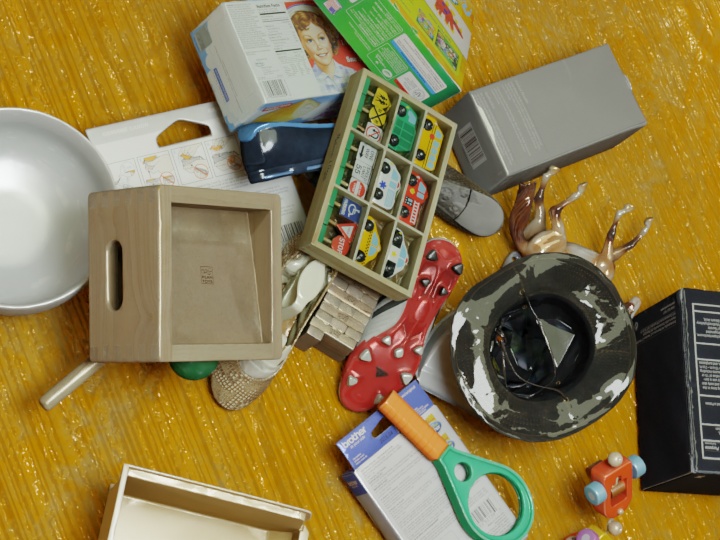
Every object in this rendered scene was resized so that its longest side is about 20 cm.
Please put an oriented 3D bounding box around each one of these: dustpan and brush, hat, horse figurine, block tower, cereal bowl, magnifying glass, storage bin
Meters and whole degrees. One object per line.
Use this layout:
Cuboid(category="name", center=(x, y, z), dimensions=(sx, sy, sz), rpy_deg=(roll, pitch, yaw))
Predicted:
Cuboid(category="dustpan and brush", center=(0.141, 0.064, 1.715), dimensions=(0.139, 0.057, 0.201), rpy_deg=(28, 72, -14))
Cuboid(category="hat", center=(0.178, 0.082, 1.651), dimensions=(0.199, 0.081, 0.202), rpy_deg=(2, 79, -12))
Cuboid(category="horse figurine", center=(0.234, -0.028, 1.762), dimensions=(0.199, 0.050, 0.133), rpy_deg=(26, 94, -19))
Cuboid(category="block tower", center=(0.000, 0.000, 1.673), dimensions=(0.058, 0.054, 0.201), rpy_deg=(31, 66, -8))
Cuboid(category="cereal bowl", center=(-0.334, -0.049, 1.544), dimensions=(0.199, 0.083, 0.201), rpy_deg=(7, 71, -20))
Cuboid(category="magnifying glass", center=(0.095, 0.196, 1.617), dimensions=(0.200, 0.022, 0.080), rpy_deg=(44, 63, -7))
Cuboid(category="storage bin", center=(-0.154, 0.306, 1.494), dimensions=(0.198, 0.094, 0.201), rpy_deg=(16, 68, -15))

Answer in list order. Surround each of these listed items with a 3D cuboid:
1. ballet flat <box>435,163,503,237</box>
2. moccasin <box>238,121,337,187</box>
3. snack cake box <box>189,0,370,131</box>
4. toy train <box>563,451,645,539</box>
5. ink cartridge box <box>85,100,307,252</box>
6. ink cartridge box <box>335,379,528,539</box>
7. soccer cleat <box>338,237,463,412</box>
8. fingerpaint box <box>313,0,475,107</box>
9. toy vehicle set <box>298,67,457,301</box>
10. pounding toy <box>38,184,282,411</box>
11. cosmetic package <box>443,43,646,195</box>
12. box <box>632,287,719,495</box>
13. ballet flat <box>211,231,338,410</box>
Cuboid(category="ballet flat", center=(0.070, -0.103, 1.743), dimensions=(0.199, 0.046, 0.068), rpy_deg=(34, 96, -2))
Cuboid(category="moccasin", center=(-0.042, -0.114, 1.654), dimensions=(0.199, 0.080, 0.069), rpy_deg=(-2, 91, -33))
Cuboid(category="snack cake box", center=(-0.066, -0.218, 1.676), dimensions=(0.199, 0.067, 0.116), rpy_deg=(-13, 76, -45))
Cuboid(category="toy train", center=(0.202, 0.265, 1.638), dimensions=(0.199, 0.056, 0.151), rpy_deg=(-31, 130, -25))
Cuboid(category="ink cartridge box", center=(-0.165, -0.075, 1.639), dimensions=(0.199, 0.045, 0.177), rpy_deg=(-15, 80, -25))
Cuboid(category="ink cartridge box", center=(0.067, 0.225, 1.630), dimensions=(0.119, 0.042, 0.200), rpy_deg=(-37, 95, -27))
Cuboid(category="soccer cleat", center=(0.039, 0.055, 1.666), dimensions=(0.068, 0.085, 0.201), rpy_deg=(29, 89, -14))
Cuboid(category="fingerpaint box", center=(0.030, -0.288, 1.695), dimensions=(0.200, 0.073, 0.167), rpy_deg=(48, 32, -27))
Cuboid(category="toy vehicle set", center=(0.020, -0.086, 1.621), dimensions=(0.124, 0.026, 0.201), rpy_deg=(27, 66, -26))
Cuboid(category="pounding toy", center=(-0.186, 0.028, 1.511), dimensions=(0.184, 0.142, 0.201), rpy_deg=(2, 86, -48))
Cuboid(category="cosmetic package", center=(0.203, -0.165, 1.788), dimensions=(0.199, 0.090, 0.107), rpy_deg=(-19, 80, -28))
Cuboid(category="box", center=(0.408, 0.138, 1.747), dimensions=(0.199, 0.123, 0.200), rpy_deg=(6, 70, -17))
Cuboid(category="ballet flat", center=(-0.083, 0.047, 1.597), dimensions=(0.070, 0.065, 0.201), rpy_deg=(30, 79, -19))
